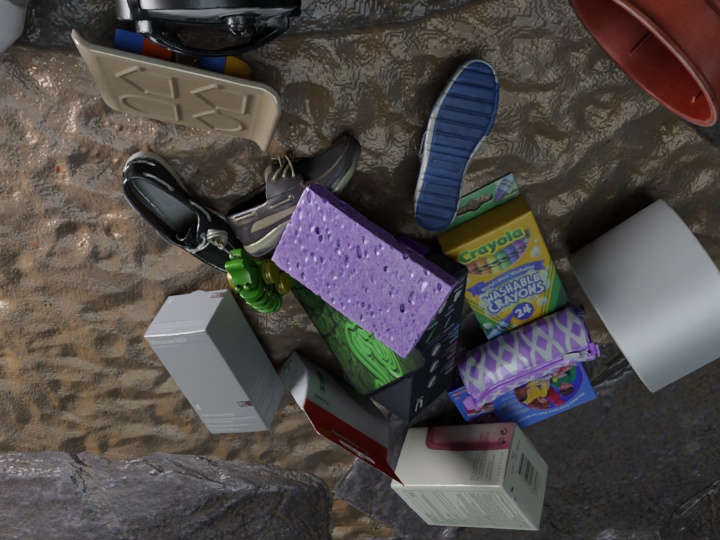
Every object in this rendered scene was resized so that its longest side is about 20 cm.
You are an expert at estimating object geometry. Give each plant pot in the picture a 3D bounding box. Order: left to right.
[{"bbox_3d":[0.345,-0.283,0.654,0.200,0.201,0.195,38,106,-26],"label":"plant pot"}]

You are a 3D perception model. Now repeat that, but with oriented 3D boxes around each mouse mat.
[{"bbox_3d":[-0.013,0.059,0.857,0.201,0.007,0.161,56,141,2],"label":"mouse mat"}]

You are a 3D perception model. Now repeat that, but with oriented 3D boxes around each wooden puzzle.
[{"bbox_3d":[-0.180,-0.189,0.698,0.197,0.185,0.047,15,83,-12],"label":"wooden puzzle"}]

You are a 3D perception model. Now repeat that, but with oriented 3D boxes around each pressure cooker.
[{"bbox_3d":[-0.135,-0.293,0.589,0.173,0.179,0.203,0,111,5],"label":"pressure cooker"}]

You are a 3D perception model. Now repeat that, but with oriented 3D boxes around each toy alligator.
[{"bbox_3d":[-0.136,0.013,0.834,0.058,0.055,0.200,-9,157,16],"label":"toy alligator"}]

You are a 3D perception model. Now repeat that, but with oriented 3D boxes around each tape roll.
[{"bbox_3d":[0.374,0.032,0.853,0.138,0.204,0.203,-34,120,17],"label":"tape roll"}]

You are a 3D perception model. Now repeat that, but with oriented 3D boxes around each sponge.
[{"bbox_3d":[0.000,0.000,0.767,0.199,0.030,0.112,35,122,9],"label":"sponge"}]

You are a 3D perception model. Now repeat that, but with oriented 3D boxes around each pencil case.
[{"bbox_3d":[0.230,0.123,0.933,0.198,0.086,0.084,-27,126,15],"label":"pencil case"}]

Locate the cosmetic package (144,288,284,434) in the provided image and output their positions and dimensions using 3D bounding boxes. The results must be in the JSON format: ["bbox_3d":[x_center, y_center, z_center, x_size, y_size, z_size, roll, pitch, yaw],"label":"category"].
[{"bbox_3d":[-0.196,0.129,0.932,0.105,0.091,0.201,-9,129,24],"label":"cosmetic package"}]

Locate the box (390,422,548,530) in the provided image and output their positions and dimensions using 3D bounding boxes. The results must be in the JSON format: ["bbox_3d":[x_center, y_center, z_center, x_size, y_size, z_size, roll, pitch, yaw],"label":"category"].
[{"bbox_3d":[0.169,0.318,1.040,0.198,0.110,0.128,-13,129,38],"label":"box"}]

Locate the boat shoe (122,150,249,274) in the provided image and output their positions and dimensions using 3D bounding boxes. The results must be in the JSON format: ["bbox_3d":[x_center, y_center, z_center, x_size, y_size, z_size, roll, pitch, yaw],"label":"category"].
[{"bbox_3d":[-0.213,-0.058,0.830,0.073,0.061,0.201,-30,122,13],"label":"boat shoe"}]

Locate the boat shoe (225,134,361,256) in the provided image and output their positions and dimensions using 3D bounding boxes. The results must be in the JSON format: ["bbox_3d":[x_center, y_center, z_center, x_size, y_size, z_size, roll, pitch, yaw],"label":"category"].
[{"bbox_3d":[-0.085,-0.097,0.807,0.199,0.075,0.073,-39,119,19],"label":"boat shoe"}]

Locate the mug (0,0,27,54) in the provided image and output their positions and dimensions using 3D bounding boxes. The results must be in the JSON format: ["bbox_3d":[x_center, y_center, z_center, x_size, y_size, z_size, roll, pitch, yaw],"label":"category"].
[{"bbox_3d":[-0.418,-0.259,0.634,0.152,0.150,0.187,-30,128,6],"label":"mug"}]

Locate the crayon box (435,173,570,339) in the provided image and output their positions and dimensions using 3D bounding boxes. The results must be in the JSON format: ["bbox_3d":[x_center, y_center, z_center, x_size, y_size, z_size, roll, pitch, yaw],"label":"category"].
[{"bbox_3d":[0.186,-0.012,0.899,0.124,0.052,0.201,-26,122,12],"label":"crayon box"}]

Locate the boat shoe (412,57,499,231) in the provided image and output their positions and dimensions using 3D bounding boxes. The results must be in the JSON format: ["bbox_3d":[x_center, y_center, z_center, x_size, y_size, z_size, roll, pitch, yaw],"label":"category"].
[{"bbox_3d":[0.099,-0.151,0.784,0.071,0.073,0.202,13,117,-12],"label":"boat shoe"}]

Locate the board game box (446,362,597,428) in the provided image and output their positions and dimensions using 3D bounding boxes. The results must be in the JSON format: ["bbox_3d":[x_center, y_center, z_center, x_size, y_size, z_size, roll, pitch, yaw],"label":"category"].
[{"bbox_3d":[0.245,0.177,1.034,0.198,0.045,0.135,-26,122,13],"label":"board game box"}]

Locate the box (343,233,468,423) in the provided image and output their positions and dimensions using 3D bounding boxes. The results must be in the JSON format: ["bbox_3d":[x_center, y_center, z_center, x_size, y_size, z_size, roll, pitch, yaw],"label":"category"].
[{"bbox_3d":[0.055,0.076,0.885,0.106,0.121,0.203,-31,136,-38],"label":"box"}]

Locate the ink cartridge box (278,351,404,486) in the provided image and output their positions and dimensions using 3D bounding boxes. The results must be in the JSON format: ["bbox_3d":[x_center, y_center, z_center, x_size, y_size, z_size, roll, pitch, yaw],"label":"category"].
[{"bbox_3d":[-0.020,0.200,0.939,0.160,0.200,0.050,37,87,-25],"label":"ink cartridge box"}]
